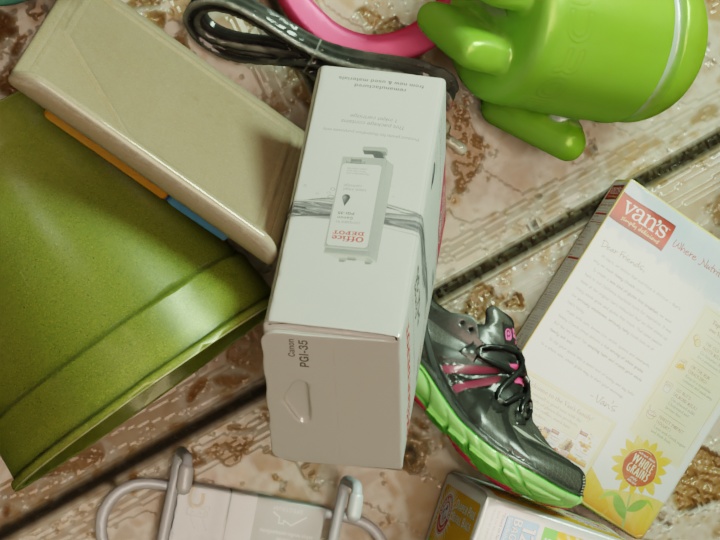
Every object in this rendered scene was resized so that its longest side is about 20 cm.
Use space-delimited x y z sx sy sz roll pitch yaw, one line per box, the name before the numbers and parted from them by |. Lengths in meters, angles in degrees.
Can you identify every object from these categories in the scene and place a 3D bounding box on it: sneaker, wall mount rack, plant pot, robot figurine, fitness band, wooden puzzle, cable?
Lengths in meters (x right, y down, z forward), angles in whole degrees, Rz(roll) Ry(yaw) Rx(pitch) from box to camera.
sneaker | 0.078 0.070 1.397 0.084 0.077 0.200 -42 78 -3
wall mount rack | -0.076 0.209 1.402 0.199 0.075 0.175 11 91 -12
plant pot | -0.180 -0.003 1.322 0.200 0.200 0.193 -35 88 -8
robot figurine | 0.137 -0.156 1.390 0.199 0.116 0.176 5 114 -32
fitness band | 0.030 -0.228 1.417 0.144 0.037 0.200 41 86 -12
wooden puzzle | -0.120 -0.092 1.319 0.185 0.200 0.037 35 112 -12
cable | -0.019 -0.121 1.388 0.199 0.097 0.050 30 53 -15

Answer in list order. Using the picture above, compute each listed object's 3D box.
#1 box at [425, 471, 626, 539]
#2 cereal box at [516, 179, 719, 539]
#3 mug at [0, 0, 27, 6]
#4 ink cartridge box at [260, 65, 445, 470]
box | 0.087 0.247 1.425 0.112 0.101 0.201 18 90 -12
cereal box | 0.181 0.059 1.465 0.144 0.040 0.200 34 86 -10
mug | -0.170 -0.246 1.323 0.114 0.185 0.152 34 49 -7
ink cartridge box | 0.000 0.000 1.319 0.082 0.147 0.201 6 53 6
